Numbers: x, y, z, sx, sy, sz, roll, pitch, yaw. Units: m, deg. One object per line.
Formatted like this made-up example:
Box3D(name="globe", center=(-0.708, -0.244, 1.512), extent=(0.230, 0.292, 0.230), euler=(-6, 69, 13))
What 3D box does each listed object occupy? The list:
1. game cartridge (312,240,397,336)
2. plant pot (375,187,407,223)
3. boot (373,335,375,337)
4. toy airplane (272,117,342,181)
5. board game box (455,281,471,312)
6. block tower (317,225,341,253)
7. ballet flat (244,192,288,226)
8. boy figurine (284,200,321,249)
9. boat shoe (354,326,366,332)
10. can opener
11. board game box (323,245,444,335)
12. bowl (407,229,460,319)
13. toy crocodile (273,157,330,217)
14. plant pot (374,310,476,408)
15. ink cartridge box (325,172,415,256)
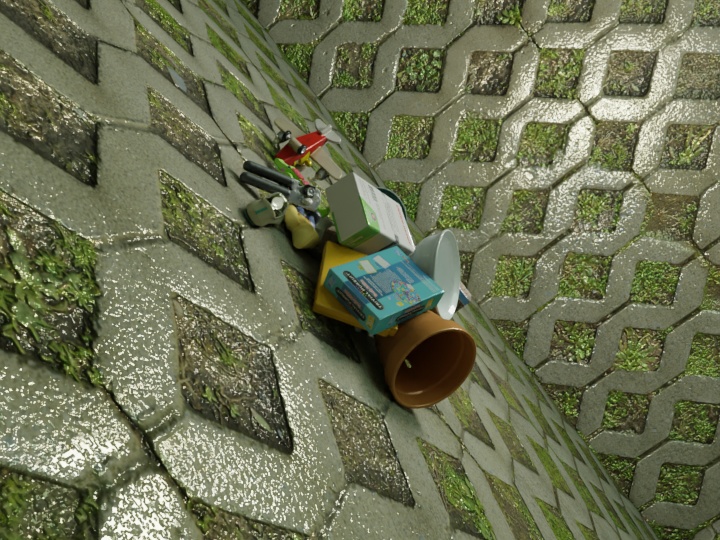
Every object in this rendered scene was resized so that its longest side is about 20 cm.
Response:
Box3D(name="game cartridge", center=(-0.004, 0.038, 1.458), extent=(0.175, 0.033, 0.201), euler=(21, 40, -11))
Box3D(name="plant pot", center=(0.011, -0.133, 1.963), extent=(0.200, 0.201, 0.134), euler=(45, -13, -28))
Box3D(name="boot", center=(0.093, 0.129, 1.657), extent=(0.174, 0.200, 0.070), euler=(-19, 80, -43))
Box3D(name="toy airplane", center=(-0.153, -0.341, 2.014), extent=(0.198, 0.141, 0.201), euler=(11, 45, -21))
Box3D(name="board game box", center=(0.160, 0.069, 1.847), extent=(0.160, 0.200, 0.097), euler=(52, 12, 1))
Box3D(name="block tower", center=(-0.061, -0.068, 1.695), extent=(0.054, 0.058, 0.200), euler=(21, 9, 0))
Box3D(name="ballet flat", center=(-0.182, -0.131, 1.485), extent=(0.070, 0.069, 0.200), euler=(50, 12, -6))
Box3D(name="boy figurine", center=(-0.129, -0.104, 1.608), extent=(0.125, 0.064, 0.200), euler=(53, 9, -17))
Box3D(name="boat shoe", center=(0.036, 0.097, 1.587), extent=(0.200, 0.060, 0.076), euler=(-50, 142, -70))
Box3D(name="can opener", center=(-0.179, -0.185, 1.589), extent=(0.199, 0.054, 0.067), euler=(20, -11, -28))
Box3D(name="board game box", center=(0.048, 0.035, 1.424), extent=(0.199, 0.047, 0.151), euler=(-19, 55, -43))
Box3D(name="bowl", center=(0.153, 0.011, 1.579), extent=(0.201, 0.090, 0.202), euler=(0, 90, -66))
Box3D(name="toy crocodile", center=(-0.153, -0.210, 1.821), extent=(0.200, 0.062, 0.067), euler=(54, 12, 13))
Box3D(name="plant pot", center=(0.120, 0.164, 1.477), extent=(0.200, 0.200, 0.140), euler=(40, 6, -43))
Box3D(name="ink cartridge box", center=(0.024, -0.108, 1.587), extent=(0.200, 0.084, 0.146), euler=(27, 40, -51))
